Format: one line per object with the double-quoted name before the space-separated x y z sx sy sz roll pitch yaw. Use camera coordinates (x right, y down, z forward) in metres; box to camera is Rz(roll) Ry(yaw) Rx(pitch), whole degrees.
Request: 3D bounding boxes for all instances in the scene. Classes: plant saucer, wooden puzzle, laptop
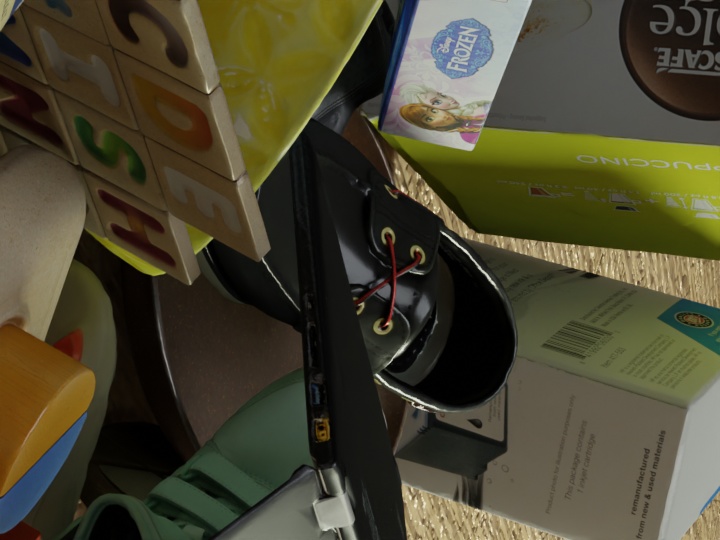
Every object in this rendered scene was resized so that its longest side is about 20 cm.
"plant saucer" -0.039 0.008 0.919 0.200 0.034 0.201 15 72 -58
"wooden puzzle" -0.130 0.088 0.605 0.185 0.046 0.200 -48 160 -56
"laptop" -0.048 0.099 0.684 0.187 0.116 0.200 77 6 -48

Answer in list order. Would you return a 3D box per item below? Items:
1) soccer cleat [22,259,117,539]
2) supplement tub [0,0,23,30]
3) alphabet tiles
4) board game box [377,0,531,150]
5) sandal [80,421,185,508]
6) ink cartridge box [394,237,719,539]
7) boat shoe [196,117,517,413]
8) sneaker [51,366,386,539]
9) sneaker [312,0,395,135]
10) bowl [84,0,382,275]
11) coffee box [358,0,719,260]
"soccer cleat" -0.128 0.087 0.770 0.078 0.069 0.200 -6 115 -74
"supplement tub" -0.166 -0.043 0.466 0.145 0.144 0.200 78 32 -49
"alphabet tiles" -0.100 -0.078 0.591 0.008 0.167 0.200 -48 149 -25
"board game box" 0.052 -0.175 0.804 0.200 0.041 0.200 108 -8 -66
"sandal" -0.066 0.107 0.943 0.054 0.080 0.200 -52 165 5
"ink cartridge box" 0.074 0.051 1.071 0.146 0.200 0.086 -29 131 -63
"boat shoe" 0.001 -0.003 0.839 0.074 0.063 0.201 -63 148 -9
"sneaker" -0.049 0.091 0.766 0.201 0.074 0.118 -53 163 -29
"sneaker" -0.017 -0.113 0.886 0.091 0.066 0.200 52 46 -47
"bowl" -0.063 -0.110 0.712 0.200 0.108 0.200 -53 -163 25
"coffee box" 0.134 -0.123 1.028 0.200 0.199 0.198 41 57 -68
